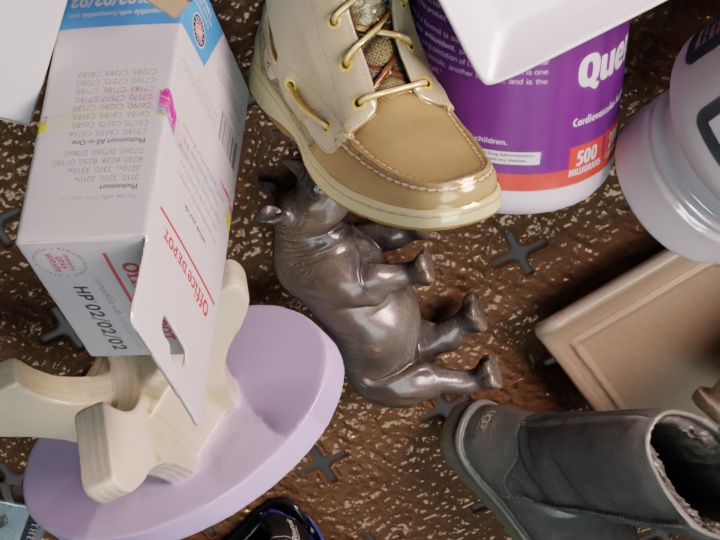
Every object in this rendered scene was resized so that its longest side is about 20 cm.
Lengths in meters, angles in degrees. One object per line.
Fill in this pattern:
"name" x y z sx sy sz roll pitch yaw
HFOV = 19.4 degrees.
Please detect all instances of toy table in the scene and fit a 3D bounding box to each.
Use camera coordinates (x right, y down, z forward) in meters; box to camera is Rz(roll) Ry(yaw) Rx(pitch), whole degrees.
"toy table" -0.122 0.066 1.136 0.200 0.184 0.117 -34 138 8

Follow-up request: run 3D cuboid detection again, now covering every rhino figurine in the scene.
"rhino figurine" 0.000 0.000 1.170 0.087 0.060 0.200 -21 123 18

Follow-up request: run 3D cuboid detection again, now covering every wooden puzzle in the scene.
"wooden puzzle" 0.223 0.042 1.254 0.185 0.037 0.200 -31 128 12

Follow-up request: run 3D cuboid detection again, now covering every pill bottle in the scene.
"pill bottle" 0.081 -0.135 1.056 0.112 0.112 0.200 -3 125 -7
"pill bottle" 0.222 -0.087 1.023 0.120 0.120 0.200 26 141 -24

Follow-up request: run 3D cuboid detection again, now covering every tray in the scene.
"tray" 0.122 -0.173 0.958 0.200 0.022 0.107 -26 120 9

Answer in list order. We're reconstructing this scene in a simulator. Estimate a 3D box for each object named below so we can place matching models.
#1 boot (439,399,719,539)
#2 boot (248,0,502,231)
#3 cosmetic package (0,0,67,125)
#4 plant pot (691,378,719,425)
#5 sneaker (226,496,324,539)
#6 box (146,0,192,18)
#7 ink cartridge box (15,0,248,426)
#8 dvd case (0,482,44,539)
"boot" 0.158 0.132 1.211 0.182 0.073 0.200 38 153 -30
"boot" 0.005 -0.122 1.008 0.073 0.200 0.156 -13 126 -23
"cosmetic package" -0.167 -0.184 0.988 0.085 0.108 0.200 13 120 -17
"plant pot" 0.314 0.041 1.149 0.200 0.200 0.184 26 98 -24
"sneaker" -0.023 0.203 1.294 0.199 0.081 0.115 1 126 -8
"box" -0.038 -0.220 0.973 0.032 0.121 0.200 32 114 -26
"ink cartridge box" -0.110 -0.035 1.020 0.068 0.200 0.115 -2 149 13
"dvd case" -0.301 0.172 1.264 0.200 0.022 0.146 14 121 -19
